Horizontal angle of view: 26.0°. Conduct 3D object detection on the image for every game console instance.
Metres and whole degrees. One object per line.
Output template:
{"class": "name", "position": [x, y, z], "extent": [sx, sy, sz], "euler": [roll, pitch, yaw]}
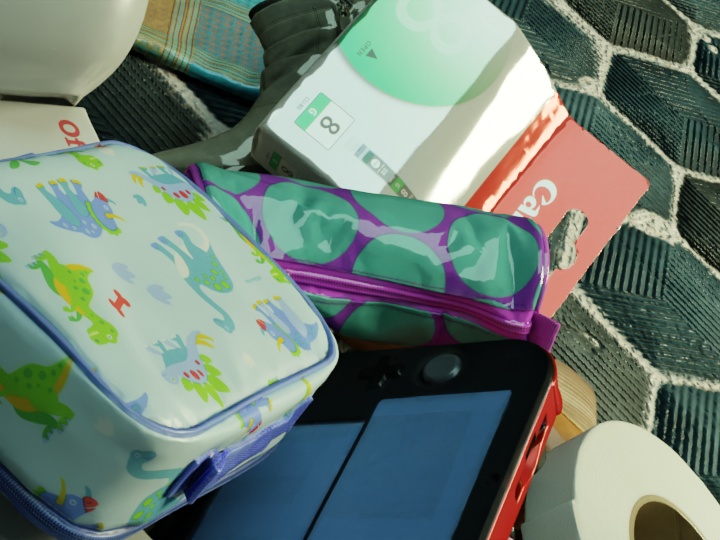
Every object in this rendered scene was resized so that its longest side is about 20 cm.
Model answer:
{"class": "game console", "position": [-0.007, 0.105, 0.726], "extent": [0.201, 0.175, 0.031], "euler": [-59, 137, -45]}

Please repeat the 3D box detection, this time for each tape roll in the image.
{"class": "tape roll", "position": [0.163, 0.178, 0.843], "extent": [0.202, 0.037, 0.204], "euler": [37, 35, -32]}

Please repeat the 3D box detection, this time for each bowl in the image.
{"class": "bowl", "position": [-0.215, -0.128, 0.838], "extent": [0.198, 0.076, 0.200], "euler": [1, 1, -16]}

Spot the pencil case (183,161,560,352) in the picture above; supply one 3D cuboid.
{"class": "pencil case", "position": [0.000, 0.000, 0.819], "extent": [0.198, 0.086, 0.093], "euler": [8, 21, -16]}

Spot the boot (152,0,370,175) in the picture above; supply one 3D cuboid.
{"class": "boot", "position": [-0.052, -0.106, 0.964], "extent": [0.198, 0.068, 0.132], "euler": [-10, 71, -14]}

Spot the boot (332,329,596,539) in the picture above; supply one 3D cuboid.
{"class": "boot", "position": [0.054, 0.088, 0.893], "extent": [0.199, 0.074, 0.155], "euler": [27, 39, -8]}

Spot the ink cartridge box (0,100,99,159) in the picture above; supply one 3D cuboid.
{"class": "ink cartridge box", "position": [-0.214, -0.012, 0.776], "extent": [0.198, 0.084, 0.145], "euler": [1, 48, -40]}

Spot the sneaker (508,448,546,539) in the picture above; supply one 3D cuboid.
{"class": "sneaker", "position": [0.063, 0.112, 0.772], "extent": [0.098, 0.071, 0.200], "euler": [-26, 39, -15]}

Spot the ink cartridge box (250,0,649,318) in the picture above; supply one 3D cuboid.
{"class": "ink cartridge box", "position": [0.060, -0.068, 0.913], "extent": [0.199, 0.050, 0.161], "euler": [38, 67, 5]}

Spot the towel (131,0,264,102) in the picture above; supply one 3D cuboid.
{"class": "towel", "position": [-0.139, -0.194, 1.103], "extent": [0.198, 0.022, 0.147], "euler": [23, 37, -17]}

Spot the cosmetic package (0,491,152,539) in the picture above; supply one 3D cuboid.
{"class": "cosmetic package", "position": [-0.146, 0.138, 0.641], "extent": [0.200, 0.107, 0.090], "euler": [44, 35, 10]}

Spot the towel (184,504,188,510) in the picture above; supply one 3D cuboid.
{"class": "towel", "position": [-0.007, 0.192, 0.763], "extent": [0.145, 0.030, 0.201], "euler": [12, 39, -29]}

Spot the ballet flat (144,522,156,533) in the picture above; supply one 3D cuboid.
{"class": "ballet flat", "position": [-0.092, 0.069, 0.796], "extent": [0.068, 0.063, 0.200], "euler": [25, 35, 5]}

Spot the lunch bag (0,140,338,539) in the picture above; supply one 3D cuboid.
{"class": "lunch bag", "position": [-0.103, 0.027, 0.658], "extent": [0.161, 0.083, 0.200], "euler": [42, 21, 10]}
